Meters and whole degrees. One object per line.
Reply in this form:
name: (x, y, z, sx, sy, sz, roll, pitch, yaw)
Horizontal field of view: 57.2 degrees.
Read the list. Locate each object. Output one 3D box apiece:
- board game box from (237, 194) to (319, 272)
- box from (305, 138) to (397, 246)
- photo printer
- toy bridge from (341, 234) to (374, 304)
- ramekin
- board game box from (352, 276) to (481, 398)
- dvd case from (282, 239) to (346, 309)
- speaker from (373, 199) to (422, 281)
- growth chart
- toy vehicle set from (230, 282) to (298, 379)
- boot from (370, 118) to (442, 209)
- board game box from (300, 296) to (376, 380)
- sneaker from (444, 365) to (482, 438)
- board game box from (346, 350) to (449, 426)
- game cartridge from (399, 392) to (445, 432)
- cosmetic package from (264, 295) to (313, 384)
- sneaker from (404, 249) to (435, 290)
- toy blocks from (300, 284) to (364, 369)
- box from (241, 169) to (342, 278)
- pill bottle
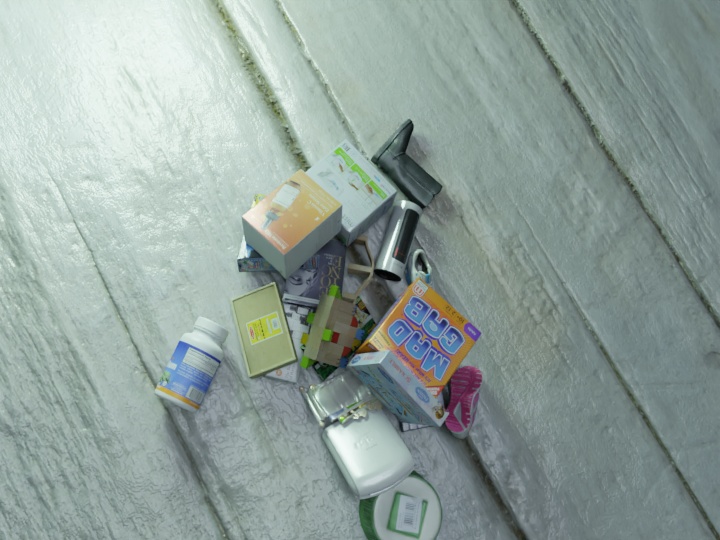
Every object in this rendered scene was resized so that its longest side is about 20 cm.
board game box: (-0.191, -0.081, 1.658, 0.195, 0.062, 0.204, 10, 59, 0)
box: (-0.036, -0.202, 1.708, 0.176, 0.097, 0.200, -42, 80, -17)
photo printer: (0.022, 0.427, 1.553, 0.163, 0.070, 0.201, -23, 47, -17)
toy bridge: (0.000, 0.000, 1.686, 0.065, 0.027, 0.204, 10, 58, 1)
ramekin: (0.100, 0.576, 1.571, 0.195, 0.098, 0.205, 3, 76, -11)
board game box: (0.131, 0.179, 1.585, 0.199, 0.200, 0.201, 40, 70, 1)
dvd case: (-0.113, 0.003, 1.672, 0.145, 0.016, 0.204, 11, 60, -10)
speaker: (0.098, -0.076, 1.733, 0.080, 0.081, 0.204, 21, 74, -7)
growth chart: (-0.036, 0.307, 1.612, 0.196, 0.018, 0.146, -18, 50, -17)
toy vehicle set: (-0.234, 0.144, 1.597, 0.122, 0.027, 0.204, -19, 70, 4)
boot: (0.150, -0.288, 1.798, 0.199, 0.066, 0.165, 42, 81, 3)
board game box: (-0.049, 0.168, 1.648, 0.199, 0.023, 0.106, -42, 114, -21)
sneaker: (0.259, 0.336, 1.678, 0.080, 0.089, 0.202, 12, 52, 19)
board game box: (0.081, 0.269, 1.501, 0.200, 0.199, 0.041, 47, 68, -10)
game cartridge: (0.142, 0.298, 1.681, 0.126, 0.038, 0.205, -7, 79, -10)
cosmetic package: (-0.175, 0.170, 1.630, 0.081, 0.051, 0.205, 13, 75, -8)
sneaker: (0.162, 0.040, 1.717, 0.073, 0.087, 0.205, -13, 82, -17)
toy blocks: (-0.053, 0.150, 1.589, 0.135, 0.099, 0.205, 22, 83, -41)
box: (-0.161, -0.113, 1.581, 0.152, 0.107, 0.200, 39, 64, 17)
pill bottle: (-0.387, 0.217, 1.540, 0.110, 0.112, 0.204, 25, 73, -5)
